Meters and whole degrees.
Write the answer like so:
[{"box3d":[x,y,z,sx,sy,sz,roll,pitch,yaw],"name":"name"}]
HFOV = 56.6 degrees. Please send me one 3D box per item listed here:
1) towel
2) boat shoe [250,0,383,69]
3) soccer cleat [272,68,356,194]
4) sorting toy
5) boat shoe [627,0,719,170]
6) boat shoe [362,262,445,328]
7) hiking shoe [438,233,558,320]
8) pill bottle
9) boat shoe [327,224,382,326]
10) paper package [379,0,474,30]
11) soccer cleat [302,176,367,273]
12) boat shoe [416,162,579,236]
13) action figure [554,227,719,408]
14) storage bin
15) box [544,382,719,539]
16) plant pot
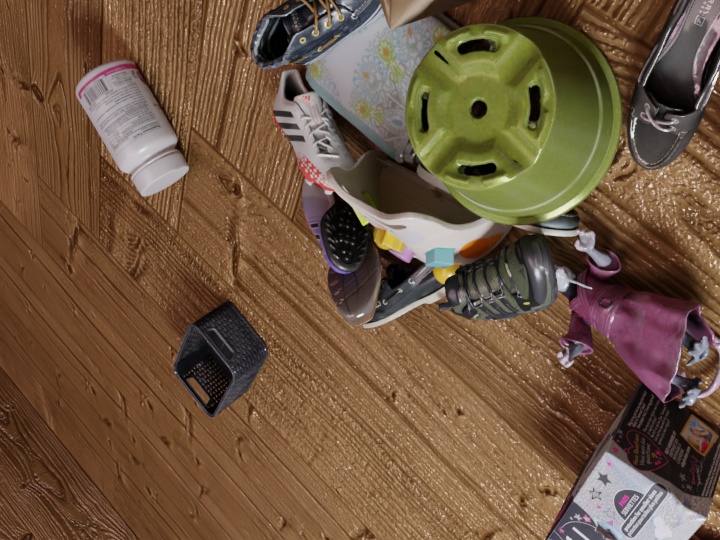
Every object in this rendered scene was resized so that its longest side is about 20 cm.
[{"box3d":[0.026,-0.246,0.781,0.199,0.048,0.173,42,134,16],"name":"towel"},{"box3d":[-0.039,-0.279,0.720,0.198,0.090,0.072,-28,94,47],"name":"boat shoe"},{"box3d":[-0.058,-0.179,0.858,0.202,0.067,0.086,56,150,34],"name":"soccer cleat"},{"box3d":[0.046,-0.066,0.755,0.197,0.179,0.109,31,98,28],"name":"sorting toy"},{"box3d":[0.273,-0.174,0.573,0.066,0.057,0.204,31,133,25],"name":"boat shoe"},{"box3d":[0.060,0.019,0.891,0.198,0.074,0.067,-29,92,49],"name":"boat shoe"},{"box3d":[0.146,0.021,0.735,0.201,0.098,0.078,107,151,-70],"name":"hiking shoe"},{"box3d":[-0.381,-0.238,1.129,0.112,0.113,0.203,-26,96,49],"name":"pill bottle"},{"box3d":[0.000,0.000,0.881,0.074,0.203,0.073,-17,130,13],"name":"boat shoe"},{"box3d":[0.110,-0.307,0.543,0.189,0.199,0.105,-28,95,50],"name":"paper package"},{"box3d":[-0.040,-0.064,0.877,0.074,0.067,0.204,-52,38,37],"name":"soccer cleat"},{"box3d":[0.152,-0.098,0.729,0.197,0.072,0.063,29,116,25],"name":"boat shoe"},{"box3d":[0.274,0.038,0.698,0.200,0.146,0.137,41,121,45],"name":"action figure"},{"box3d":[-0.275,0.175,1.302,0.136,0.093,0.201,47,137,11],"name":"storage bin"},{"box3d":[0.304,0.257,0.757,0.113,0.131,0.204,31,133,23],"name":"box"},{"box3d":[0.124,-0.137,0.592,0.195,0.189,0.207,3,98,24],"name":"plant pot"}]
